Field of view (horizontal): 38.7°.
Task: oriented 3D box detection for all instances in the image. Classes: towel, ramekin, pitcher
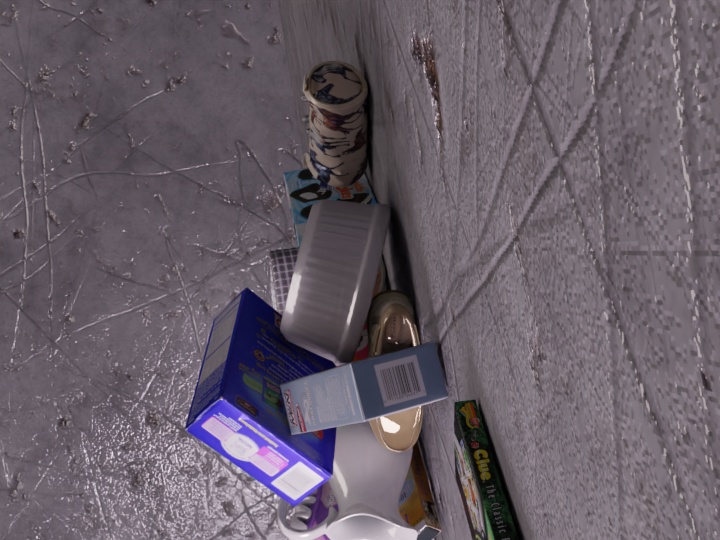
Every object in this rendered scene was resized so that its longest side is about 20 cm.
[{"bbox_3d":[-0.060,0.056,1.681,0.086,0.163,0.203,131,129,-76],"label":"towel"},{"bbox_3d":[-0.033,0.009,1.225,0.202,0.093,0.205,-165,90,-88],"label":"ramekin"},{"bbox_3d":[-0.017,0.239,1.269,0.122,0.169,0.202,93,177,-53],"label":"pitcher"}]

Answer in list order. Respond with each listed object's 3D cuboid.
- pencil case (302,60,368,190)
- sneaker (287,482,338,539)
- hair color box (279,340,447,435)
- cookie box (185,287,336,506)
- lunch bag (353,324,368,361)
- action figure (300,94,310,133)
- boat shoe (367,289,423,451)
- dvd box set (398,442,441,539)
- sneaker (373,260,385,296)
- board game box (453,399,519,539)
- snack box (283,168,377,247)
[{"bbox_3d":[-0.034,-0.186,1.323,0.201,0.088,0.079,91,169,-63],"label":"pencil case"},{"bbox_3d":[-0.028,0.294,1.333,0.201,0.087,0.081,-69,-17,-48],"label":"sneaker"},{"bbox_3d":[-0.002,0.126,1.076,0.200,0.098,0.061,-27,76,62],"label":"hair color box"},{"bbox_3d":[-0.108,0.147,1.220,0.171,0.075,0.201,40,-151,-22],"label":"cookie box"},{"bbox_3d":[-0.004,0.141,1.495,0.176,0.081,0.203,-38,-47,-83],"label":"lunch bag"},{"bbox_3d":[-0.077,-0.290,1.898,0.200,0.054,0.120,-128,31,-72],"label":"action figure"},{"bbox_3d":[0.040,0.126,1.172,0.065,0.071,0.202,-108,15,-68],"label":"boat shoe"},{"bbox_3d":[0.028,0.295,1.342,0.146,0.029,0.201,-46,34,26],"label":"dvd box set"},{"bbox_3d":[0.000,0.000,1.448,0.080,0.070,0.202,79,-177,-51],"label":"sneaker"},{"bbox_3d":[0.106,0.213,0.813,0.201,0.023,0.106,-103,8,-45],"label":"board game box"},{"bbox_3d":[-0.042,-0.097,1.427,0.200,0.115,0.038,-109,11,-63],"label":"snack box"}]
